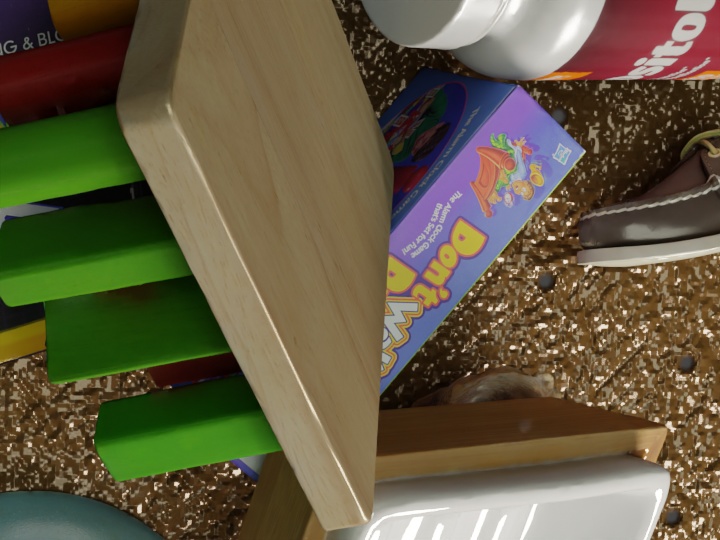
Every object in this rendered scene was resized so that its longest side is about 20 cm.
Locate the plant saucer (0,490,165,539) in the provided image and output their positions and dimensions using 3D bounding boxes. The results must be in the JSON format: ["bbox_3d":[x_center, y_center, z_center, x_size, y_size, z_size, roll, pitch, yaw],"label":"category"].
[{"bbox_3d":[-0.162,0.207,0.862,0.199,0.027,0.202,-2,99,-15],"label":"plant saucer"}]

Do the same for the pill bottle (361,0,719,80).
[{"bbox_3d":[0.099,-0.141,0.798,0.199,0.113,0.114,-5,101,-36],"label":"pill bottle"}]

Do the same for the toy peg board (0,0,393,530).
[{"bbox_3d":[-0.065,-0.038,0.651,0.097,0.200,0.201,-10,132,14],"label":"toy peg board"}]

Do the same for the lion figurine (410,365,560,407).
[{"bbox_3d":[0.033,0.142,0.889,0.122,0.072,0.201,-2,114,-28],"label":"lion figurine"}]

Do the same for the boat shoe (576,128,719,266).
[{"bbox_3d":[0.195,-0.045,0.895,0.199,0.072,0.060,-13,96,-16],"label":"boat shoe"}]

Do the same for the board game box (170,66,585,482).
[{"bbox_3d":[0.000,0.000,0.815,0.045,0.134,0.200,41,88,-18],"label":"board game box"}]

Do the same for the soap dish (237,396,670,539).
[{"bbox_3d":[0.029,0.131,0.768,0.199,0.081,0.158,-1,118,-41],"label":"soap dish"}]

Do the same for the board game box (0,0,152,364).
[{"bbox_3d":[-0.164,-0.044,0.712,0.199,0.057,0.166,-18,118,-22],"label":"board game box"}]
